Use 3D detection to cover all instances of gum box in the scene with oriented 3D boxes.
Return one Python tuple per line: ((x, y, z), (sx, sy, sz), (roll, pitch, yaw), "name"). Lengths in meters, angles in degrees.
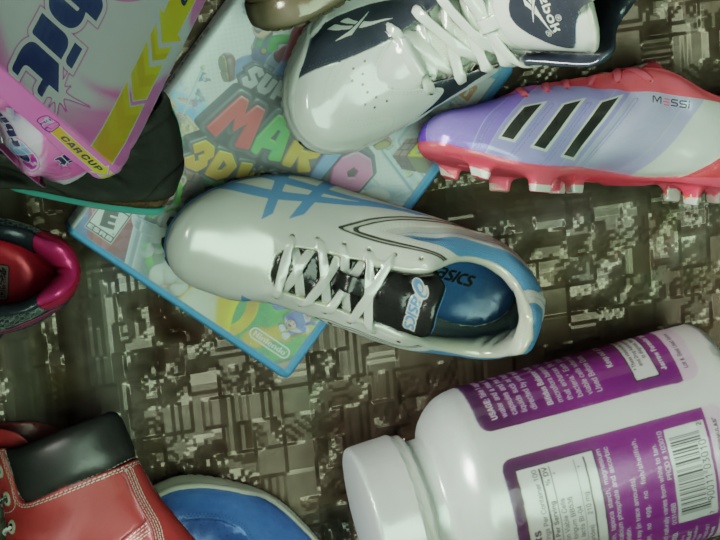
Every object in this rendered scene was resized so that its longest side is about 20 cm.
((-0.131, -0.147, 1.359), (0.113, 0.066, 0.201), (42, 61, -34), "gum box")

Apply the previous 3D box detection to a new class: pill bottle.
((0.096, 0.105, 1.530), (0.199, 0.112, 0.113), (-15, 109, -9), "pill bottle")

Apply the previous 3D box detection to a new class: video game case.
((-0.035, -0.063, 1.495), (0.143, 0.018, 0.200), (34, 95, -20), "video game case")

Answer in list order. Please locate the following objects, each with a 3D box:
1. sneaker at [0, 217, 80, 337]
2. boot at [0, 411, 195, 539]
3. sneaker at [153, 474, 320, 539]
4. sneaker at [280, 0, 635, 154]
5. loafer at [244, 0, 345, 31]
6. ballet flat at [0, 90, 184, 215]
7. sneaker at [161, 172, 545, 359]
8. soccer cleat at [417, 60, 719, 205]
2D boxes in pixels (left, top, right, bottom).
((-0.229, -0.004, 1.404), (0.199, 0.075, 0.081), (-3, 86, -34), "sneaker")
((-0.177, 0.161, 1.510), (0.200, 0.072, 0.145), (-35, 84, 18), "boot")
((-0.030, 0.184, 1.521), (0.200, 0.111, 0.077), (40, 94, -21), "sneaker")
((0.059, -0.122, 1.424), (0.199, 0.130, 0.080), (-29, 104, -16), "sneaker")
((0.021, -0.191, 1.432), (0.200, 0.076, 0.068), (-36, 112, -15), "loafer")
((-0.177, -0.066, 1.408), (0.199, 0.068, 0.069), (-1, 112, -30), "ballet flat")
((0.000, 0.000, 1.476), (0.199, 0.073, 0.072), (11, 105, -16), "sneaker")
((0.121, -0.075, 1.506), (0.199, 0.067, 0.077), (4, 90, -22), "soccer cleat")
